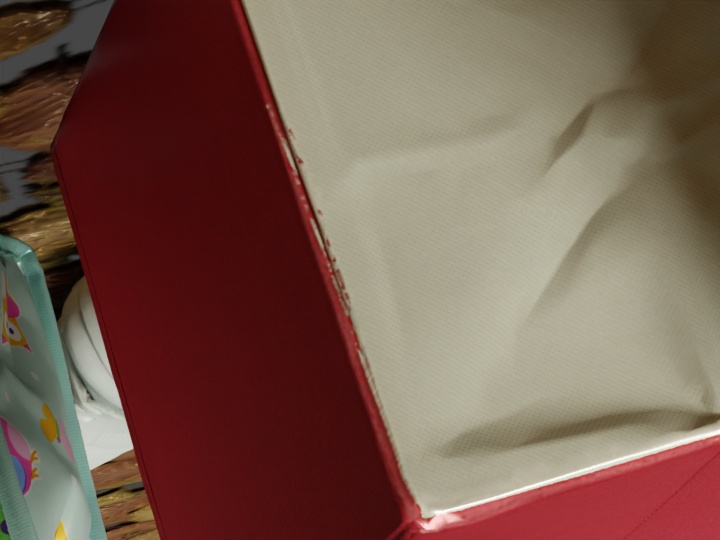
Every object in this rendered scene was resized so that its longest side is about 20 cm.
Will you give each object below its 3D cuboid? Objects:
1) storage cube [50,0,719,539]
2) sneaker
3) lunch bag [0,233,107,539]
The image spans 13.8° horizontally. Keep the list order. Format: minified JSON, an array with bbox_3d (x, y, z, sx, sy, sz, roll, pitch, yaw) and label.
[{"bbox_3d":[0.038,-0.005,0.761,0.171,0.200,0.180,-12,162,-21],"label":"storage cube"},{"bbox_3d":[-0.106,0.047,1.125,0.115,0.074,0.200,-21,170,7],"label":"sneaker"},{"bbox_3d":[-0.167,0.097,0.947,0.170,0.200,0.122,-19,169,6],"label":"lunch bag"}]
